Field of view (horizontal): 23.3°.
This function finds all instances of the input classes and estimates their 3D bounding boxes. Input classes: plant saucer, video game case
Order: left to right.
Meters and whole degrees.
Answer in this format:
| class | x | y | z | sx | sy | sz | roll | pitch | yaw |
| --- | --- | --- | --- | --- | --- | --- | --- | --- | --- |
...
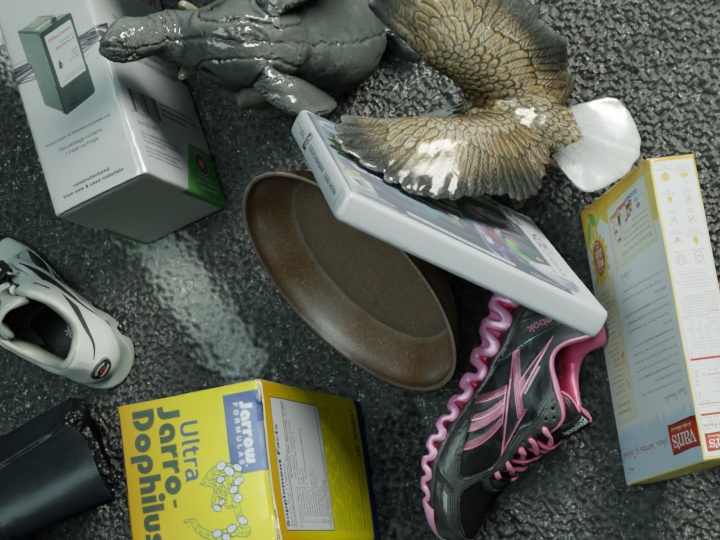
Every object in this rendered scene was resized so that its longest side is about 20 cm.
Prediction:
| class | x | y | z | sx | sy | sz | roll | pitch | yaw |
| --- | --- | --- | --- | --- | --- | --- | --- | --- | --- |
| plant saucer | 0.000 | 0.000 | 1.250 | 0.200 | 0.201 | 0.037 | 34 | 61 | 22 |
| video game case | 0.056 | -0.035 | 1.176 | 0.199 | 0.182 | 0.023 | 24 | 105 | -20 |

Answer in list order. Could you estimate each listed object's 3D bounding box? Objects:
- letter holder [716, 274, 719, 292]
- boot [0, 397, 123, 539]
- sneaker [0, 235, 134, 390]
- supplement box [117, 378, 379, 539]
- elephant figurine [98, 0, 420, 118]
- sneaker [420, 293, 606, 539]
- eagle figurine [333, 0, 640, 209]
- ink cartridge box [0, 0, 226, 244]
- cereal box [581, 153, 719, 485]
| class | x | y | z | sx | sy | sz | roll | pitch | yaw |
| --- | --- | --- | --- | --- | --- | --- | --- | --- | --- |
| letter holder | 0.355 | -0.008 | 1.150 | 0.200 | 0.100 | 0.142 | -47 | 72 | 8 |
| boot | -0.286 | 0.154 | 1.375 | 0.167 | 0.077 | 0.200 | -30 | 36 | -10 |
| sneaker | -0.275 | 0.023 | 1.386 | 0.199 | 0.088 | 0.075 | 29 | 94 | 23 |
| supplement box | -0.075 | 0.146 | 1.231 | 0.109 | 0.200 | 0.110 | -12 | 77 | 18 |
| elephant figurine | -0.067 | -0.164 | 1.266 | 0.155 | 0.200 | 0.142 | -37 | 90 | 17 |
| sneaker | 0.112 | 0.106 | 1.229 | 0.095 | 0.079 | 0.202 | 22 | 91 | 29 |
| eagle figurine | 0.082 | -0.112 | 1.203 | 0.151 | 0.200 | 0.152 | -39 | 58 | 15 |
| ink cartridge box | -0.194 | -0.136 | 1.348 | 0.084 | 0.146 | 0.202 | -24 | 74 | 17 |
| cereal box | 0.202 | 0.038 | 1.179 | 0.039 | 0.144 | 0.202 | -6 | 79 | -13 |
